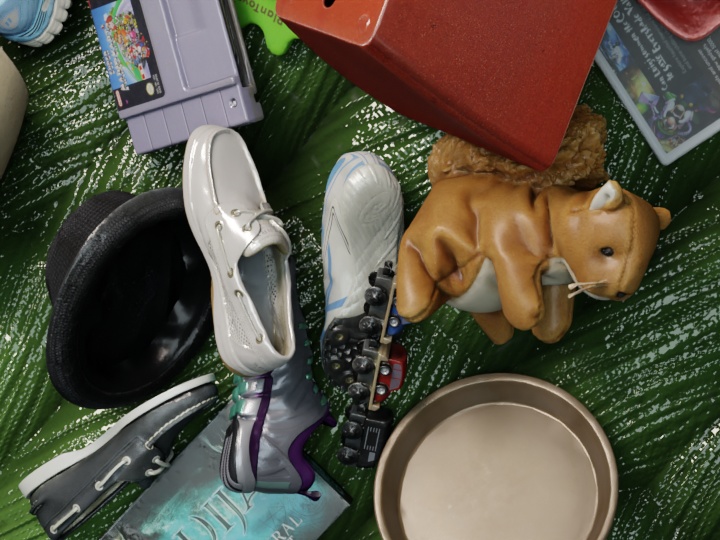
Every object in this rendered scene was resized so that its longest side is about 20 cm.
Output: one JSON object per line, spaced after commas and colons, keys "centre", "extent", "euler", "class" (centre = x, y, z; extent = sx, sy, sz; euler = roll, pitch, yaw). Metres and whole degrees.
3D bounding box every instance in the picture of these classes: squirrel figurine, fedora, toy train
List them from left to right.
{"centre": [-0.197, 0.009, 1.506], "extent": [0.091, 0.200, 0.201], "euler": [37, 99, 36], "class": "fedora"}
{"centre": [0.016, 0.080, 1.493], "extent": [0.045, 0.034, 0.201], "euler": [11, 123, 2], "class": "toy train"}
{"centre": [0.142, -0.047, 1.436], "extent": [0.186, 0.141, 0.202], "euler": [-14, 64, 37], "class": "squirrel figurine"}

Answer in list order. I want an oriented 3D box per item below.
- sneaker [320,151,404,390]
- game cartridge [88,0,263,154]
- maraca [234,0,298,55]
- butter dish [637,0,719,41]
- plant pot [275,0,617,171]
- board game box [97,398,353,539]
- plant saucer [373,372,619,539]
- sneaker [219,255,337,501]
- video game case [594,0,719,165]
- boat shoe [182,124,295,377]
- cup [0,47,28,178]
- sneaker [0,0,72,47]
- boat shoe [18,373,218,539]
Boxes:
{"centre": [0.000, 0.000, 1.516], "extent": [0.071, 0.073, 0.202], "euler": [1, 109, -11], "class": "sneaker"}
{"centre": [-0.159, -0.203, 1.497], "extent": [0.129, 0.038, 0.202], "euler": [-13, 94, 30], "class": "game cartridge"}
{"centre": [-0.057, -0.270, 1.473], "extent": [0.137, 0.107, 0.201], "euler": [31, 120, 17], "class": "maraca"}
{"centre": [0.255, -0.305, 1.389], "extent": [0.199, 0.148, 0.200], "euler": [-44, 90, 7], "class": "butter dish"}
{"centre": [0.056, -0.213, 1.379], "extent": [0.175, 0.199, 0.201], "euler": [17, 97, -38], "class": "plant pot"}
{"centre": [-0.122, 0.218, 1.560], "extent": [0.135, 0.028, 0.200], "euler": [44, 98, 0], "class": "board game box"}
{"centre": [0.109, 0.179, 1.489], "extent": [0.198, 0.030, 0.202], "euler": [-5, 62, 10], "class": "plant saucer"}
{"centre": [-0.058, 0.087, 1.517], "extent": [0.087, 0.074, 0.202], "euler": [11, 79, -12], "class": "sneaker"}
{"centre": [0.265, -0.217, 1.483], "extent": [0.181, 0.023, 0.201], "euler": [-33, 92, 7], "class": "video game case"}
{"centre": [-0.084, -0.021, 1.443], "extent": [0.069, 0.070, 0.202], "euler": [-16, 87, 49], "class": "boat shoe"}
{"centre": [-0.351, -0.128, 1.486], "extent": [0.200, 0.200, 0.143], "euler": [45, 72, 0], "class": "cup"}
{"centre": [-0.269, -0.284, 1.485], "extent": [0.078, 0.090, 0.202], "euler": [17, 98, 45], "class": "sneaker"}
{"centre": [-0.191, 0.155, 1.539], "extent": [0.199, 0.076, 0.061], "euler": [-34, 80, 20], "class": "boat shoe"}
